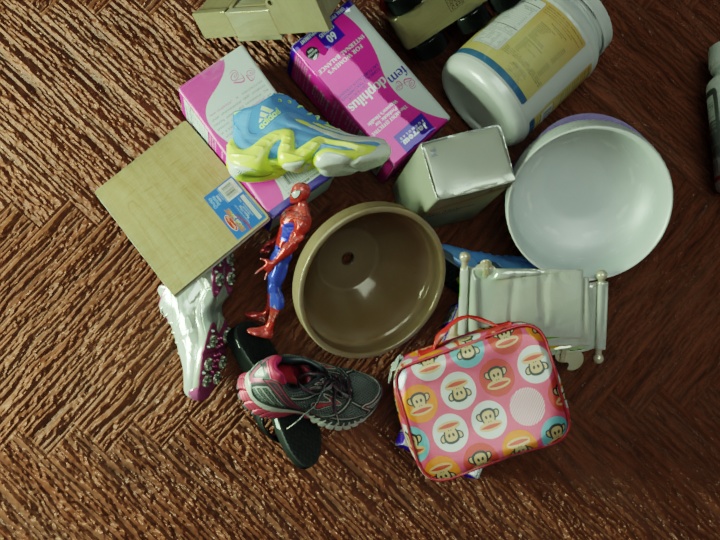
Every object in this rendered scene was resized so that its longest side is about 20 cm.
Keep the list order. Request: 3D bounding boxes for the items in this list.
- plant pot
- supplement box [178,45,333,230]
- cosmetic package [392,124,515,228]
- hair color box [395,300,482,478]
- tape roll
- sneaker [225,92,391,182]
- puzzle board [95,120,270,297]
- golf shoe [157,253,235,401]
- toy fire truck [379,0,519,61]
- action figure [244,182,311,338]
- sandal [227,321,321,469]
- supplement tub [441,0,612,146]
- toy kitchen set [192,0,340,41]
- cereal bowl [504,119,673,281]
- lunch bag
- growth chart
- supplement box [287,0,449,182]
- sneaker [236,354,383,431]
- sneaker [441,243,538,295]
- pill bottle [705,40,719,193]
[{"bbox_3d":[0.000,0.000,1.231,0.199,0.093,0.203,-11,118,-20],"label":"plant pot"},{"bbox_3d":[-0.134,-0.166,1.253,0.101,0.103,0.201,-35,89,-11],"label":"supplement box"},{"bbox_3d":[0.111,-0.109,1.227,0.103,0.200,0.074,-14,83,-9],"label":"cosmetic package"},{"bbox_3d":[0.134,0.152,1.262,0.109,0.065,0.201,24,78,-3],"label":"hair color box"},{"bbox_3d":[0.299,-0.101,1.311,0.198,0.085,0.202,1,81,-7],"label":"tape roll"},{"bbox_3d":[-0.064,-0.167,1.175,0.198,0.076,0.106,-5,81,-9],"label":"sneaker"},{"bbox_3d":[-0.224,-0.079,1.230,0.150,0.017,0.200,-39,63,-7],"label":"puzzle board"},{"bbox_3d":[-0.211,0.061,1.234,0.091,0.075,0.202,3,82,14],"label":"golf shoe"},{"bbox_3d":[0.102,-0.399,1.319,0.175,0.200,0.129,-32,118,9],"label":"toy fire truck"},{"bbox_3d":[-0.099,-0.016,1.201,0.051,0.066,0.201,17,112,-13],"label":"action figure"},{"bbox_3d":[-0.110,0.159,1.233,0.048,0.075,0.201,-38,72,32],"label":"sandal"},{"bbox_3d":[0.221,-0.278,1.296,0.200,0.145,0.145,-43,89,-12],"label":"supplement tub"},{"bbox_3d":[-0.117,-0.412,1.224,0.198,0.181,0.164,5,51,32],"label":"toy kitchen set"},{"bbox_3d":[0.273,-0.093,1.203,0.198,0.083,0.202,0,115,0],"label":"cereal bowl"},{"bbox_3d":[0.138,0.142,1.176,0.198,0.082,0.178,-17,91,0],"label":"lunch bag"},{"bbox_3d":[0.212,0.054,1.213,0.198,0.018,0.146,5,113,-1],"label":"growth chart"},{"bbox_3d":[0.008,-0.229,1.275,0.101,0.103,0.200,-41,90,-11],"label":"supplement box"},{"bbox_3d":[-0.049,0.146,1.197,0.199,0.075,0.081,8,54,-39],"label":"sneaker"},{"bbox_3d":[0.182,0.007,1.294,0.199,0.066,0.079,28,67,-3],"label":"sneaker"},{"bbox_3d":[0.535,-0.212,1.344,0.113,0.114,0.202,-1,82,-8],"label":"pill bottle"}]
